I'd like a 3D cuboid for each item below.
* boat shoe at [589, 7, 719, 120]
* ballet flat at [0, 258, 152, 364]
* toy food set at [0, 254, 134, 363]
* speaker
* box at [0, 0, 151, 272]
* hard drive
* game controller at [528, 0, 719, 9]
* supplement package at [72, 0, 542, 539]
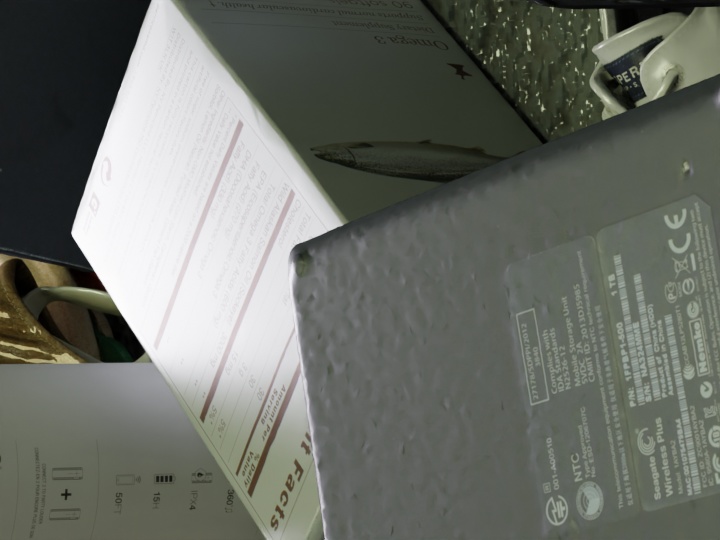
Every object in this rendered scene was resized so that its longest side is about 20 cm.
[{"bbox_3d":[0.101,-0.063,0.921,0.073,0.065,0.201,-31,66,53],"label":"boat shoe"},{"bbox_3d":[-0.093,0.052,1.216,0.200,0.068,0.072,31,80,30],"label":"ballet flat"},{"bbox_3d":[-0.153,0.072,1.339,0.200,0.048,0.199,7,96,58],"label":"toy food set"},{"bbox_3d":[-0.088,0.074,1.099,0.081,0.199,0.082,2,92,63],"label":"speaker"},{"bbox_3d":[-0.179,-0.114,1.278,0.200,0.117,0.198,13,89,57],"label":"box"},{"bbox_3d":[0.059,0.036,0.835,0.200,0.033,0.140,-20,74,46],"label":"hard drive"},{"bbox_3d":[0.124,-0.130,0.854,0.199,0.042,0.105,2,80,32],"label":"game controller"},{"bbox_3d":[0.000,0.000,1.034,0.200,0.116,0.118,53,130,42],"label":"supplement package"}]
